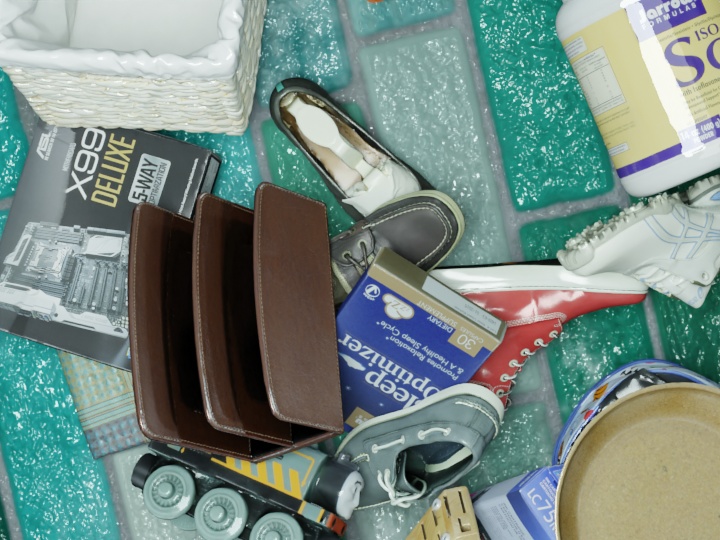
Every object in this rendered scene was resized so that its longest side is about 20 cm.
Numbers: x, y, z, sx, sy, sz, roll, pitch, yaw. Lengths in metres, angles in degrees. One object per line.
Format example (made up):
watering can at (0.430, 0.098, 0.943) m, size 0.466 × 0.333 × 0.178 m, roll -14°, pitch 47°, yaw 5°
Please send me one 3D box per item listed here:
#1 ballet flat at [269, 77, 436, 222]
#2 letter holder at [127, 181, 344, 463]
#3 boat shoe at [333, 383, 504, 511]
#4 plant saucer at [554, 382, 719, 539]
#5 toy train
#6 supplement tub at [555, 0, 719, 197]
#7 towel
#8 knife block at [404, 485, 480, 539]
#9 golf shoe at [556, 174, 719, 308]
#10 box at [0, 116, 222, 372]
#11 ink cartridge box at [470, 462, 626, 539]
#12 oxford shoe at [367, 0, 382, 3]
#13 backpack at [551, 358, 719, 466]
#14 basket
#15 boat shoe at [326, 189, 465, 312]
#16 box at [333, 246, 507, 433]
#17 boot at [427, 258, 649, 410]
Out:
ballet flat at (-0.005, -0.086, 1.291) m, size 0.200 × 0.068 × 0.068 m, roll 41°, pitch 94°, yaw 2°
letter holder at (-0.102, 0.035, 1.197) m, size 0.100 × 0.142 × 0.201 m, roll -23°, pitch 61°, yaw 36°
boat shoe at (0.036, 0.159, 1.249) m, size 0.073 × 0.062 × 0.200 m, roll 41°, pitch 131°, yaw -17°
plant saucer at (0.239, 0.186, 1.142) m, size 0.199 × 0.035 × 0.201 m, roll 1°, pitch 83°, yaw -7°
toy train at (-0.094, 0.179, 1.269) m, size 0.199 × 0.085 × 0.114 m, roll 20°, pitch 78°, yaw 20°
supplement tub at (0.245, -0.175, 1.225) m, size 0.145 × 0.145 × 0.201 m, roll -24°, pitch 91°, yaw 6°
towel at (-0.202, 0.052, 1.342) m, size 0.146 × 0.022 × 0.201 m, roll -18°, pitch 92°, yaw 6°
knife block at (0.094, 0.297, 1.268) m, size 0.175 × 0.064 × 0.200 m, roll 27°, pitch 112°, yaw -20°
golf shoe at (0.249, -0.013, 1.220) m, size 0.199 × 0.078 × 0.098 m, roll -17°, pitch 85°, yaw -33°
box at (-0.224, -0.027, 1.300) m, size 0.157 × 0.050 × 0.201 m, roll 17°, pitch 87°, yaw 9°
ink cartridge box at (0.145, 0.228, 1.235) m, size 0.042 × 0.200 × 0.120 m, roll -35°, pitch 88°, yaw -29°
oxford shoe at (0.039, -0.324, 1.285) m, size 0.073 × 0.071 × 0.201 m, roll 28°, pitch 91°, yaw 23°
backpack at (0.256, 0.166, 1.239) m, size 0.190 × 0.154 × 0.200 m, roll 40°, pitch 89°, yaw -6°
basket at (-0.177, -0.223, 1.228) m, size 0.197 × 0.161 × 0.201 m, roll 4°, pitch 71°, yaw 5°
boat shoe at (0.000, 0.000, 1.263) m, size 0.200 × 0.065 × 0.073 m, roll -32°, pitch 99°, yaw 32°
box at (0.020, 0.081, 1.258) m, size 0.121 × 0.032 × 0.200 m, roll 31°, pitch 131°, yaw -5°
boot at (0.148, 0.064, 1.286) m, size 0.199 × 0.072 × 0.145 m, roll -4°, pitch 93°, yaw 14°
